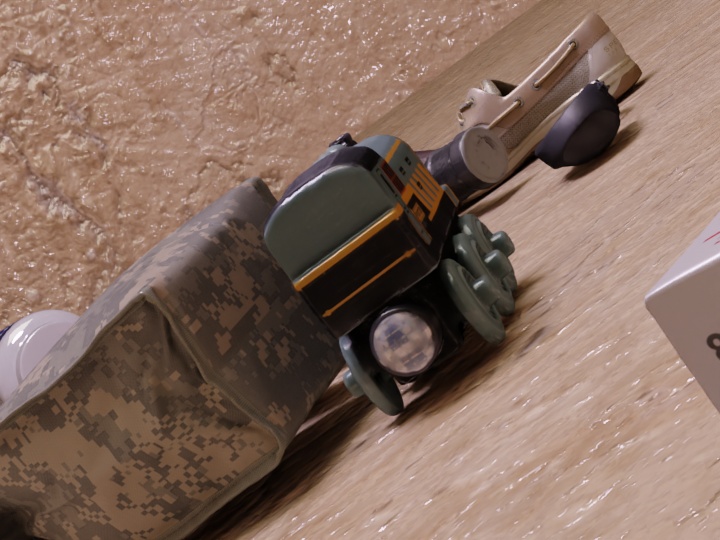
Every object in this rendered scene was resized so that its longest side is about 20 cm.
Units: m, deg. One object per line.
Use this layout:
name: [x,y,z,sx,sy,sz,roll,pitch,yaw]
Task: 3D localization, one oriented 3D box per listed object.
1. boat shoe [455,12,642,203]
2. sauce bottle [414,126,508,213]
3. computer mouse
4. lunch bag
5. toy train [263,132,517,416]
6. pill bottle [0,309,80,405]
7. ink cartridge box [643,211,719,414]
boat shoe: [0.101,-0.107,1.557,0.199,0.065,0.072,-34,6,23]
sauce bottle: [0.027,-0.046,1.524,0.200,0.066,0.066,-30,9,48]
computer mouse: [0.143,-0.090,1.391,0.059,0.034,0.200,-52,-2,11]
lunch bag: [-0.109,0.073,1.095,0.200,0.118,0.164,-39,6,26]
toy train: [0.015,-0.009,1.046,0.085,0.114,0.200,-34,6,13]
pill bottle: [-0.296,0.095,2.086,0.111,0.111,0.200,-38,6,-17]
ink cartridge box: [0.149,-0.015,0.529,0.116,0.067,0.200,-30,8,43]
